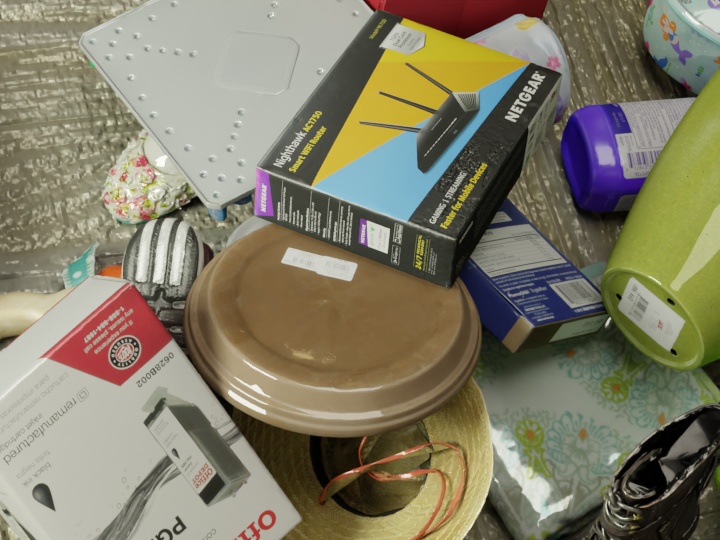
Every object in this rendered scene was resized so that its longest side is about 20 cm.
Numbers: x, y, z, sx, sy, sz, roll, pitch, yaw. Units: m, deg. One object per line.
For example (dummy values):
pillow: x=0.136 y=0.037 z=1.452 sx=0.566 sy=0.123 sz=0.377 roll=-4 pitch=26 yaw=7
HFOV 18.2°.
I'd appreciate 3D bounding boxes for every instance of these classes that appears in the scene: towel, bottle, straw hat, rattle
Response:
towel: x=0.154 y=0.092 z=1.617 sx=0.199 sy=0.048 sz=0.172 roll=-23 pitch=62 yaw=-24
bottle: x=0.260 y=-0.094 z=1.757 sx=0.198 sy=0.065 sz=0.084 roll=-6 pitch=60 yaw=-15
straw hat: x=0.014 y=0.128 z=1.534 sx=0.199 sy=0.085 sz=0.203 roll=-6 pitch=75 yaw=24
rattle: x=-0.219 y=0.022 z=1.538 sx=0.130 sy=0.144 sz=0.200 roll=26 pitch=59 yaw=37

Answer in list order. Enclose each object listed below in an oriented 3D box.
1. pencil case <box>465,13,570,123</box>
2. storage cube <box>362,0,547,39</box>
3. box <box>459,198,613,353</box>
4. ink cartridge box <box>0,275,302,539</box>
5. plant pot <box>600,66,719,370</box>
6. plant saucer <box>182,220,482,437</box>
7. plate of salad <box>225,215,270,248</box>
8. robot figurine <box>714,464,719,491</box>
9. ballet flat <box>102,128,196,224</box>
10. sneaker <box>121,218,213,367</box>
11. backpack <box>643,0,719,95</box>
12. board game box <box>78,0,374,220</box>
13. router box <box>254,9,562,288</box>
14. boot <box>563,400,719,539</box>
pencil case: x=0.064 y=-0.132 z=1.732 sx=0.199 sy=0.083 sz=0.091 roll=-18 pitch=84 yaw=-23
storage cube: x=0.046 y=-0.275 z=1.771 sx=0.170 sy=0.180 sz=0.201 roll=-18 pitch=60 yaw=-22
box: x=0.081 y=-0.025 z=1.607 sx=0.200 sy=0.032 sz=0.121 roll=48 pitch=29 yaw=22
ink cartridge box: x=-0.153 y=0.126 z=1.431 sx=0.147 sy=0.083 sz=0.201 roll=-42 pitch=109 yaw=-19
plant pot: x=0.267 y=-0.027 z=1.603 sx=0.187 sy=0.188 sz=0.200 roll=40 pitch=65 yaw=17
plant saucer: x=-0.018 y=0.028 z=1.476 sx=0.198 sy=0.030 sz=0.201 roll=3 pitch=42 yaw=-3
plate of salad: x=0.000 y=0.000 z=1.632 sx=0.198 sy=0.048 sz=0.201 roll=4 pitch=27 yaw=-2
robot figurine: x=0.315 y=0.142 z=1.562 sx=0.175 sy=0.115 sz=0.202 roll=25 pitch=60 yaw=-38
ballet flat: x=-0.113 y=-0.108 z=1.693 sx=0.199 sy=0.064 sz=0.076 roll=-35 pitch=67 yaw=-29
sneaker: x=-0.127 y=0.069 z=1.564 sx=0.075 sy=0.115 sz=0.202 roll=11 pitch=87 yaw=16
backpack: x=0.330 y=-0.226 z=1.821 sx=0.177 sy=0.151 sz=0.200 roll=32 pitch=60 yaw=10
board game box: x=-0.076 y=-0.146 z=1.663 sx=0.199 sy=0.026 sz=0.200 roll=-29 pitch=57 yaw=-19
router box: x=0.035 y=-0.087 z=1.549 sx=0.148 sy=0.051 sz=0.200 roll=20 pitch=45 yaw=14
boot: x=0.164 y=0.171 z=1.472 sx=0.069 sy=0.174 sz=0.200 roll=42 pitch=74 yaw=17
